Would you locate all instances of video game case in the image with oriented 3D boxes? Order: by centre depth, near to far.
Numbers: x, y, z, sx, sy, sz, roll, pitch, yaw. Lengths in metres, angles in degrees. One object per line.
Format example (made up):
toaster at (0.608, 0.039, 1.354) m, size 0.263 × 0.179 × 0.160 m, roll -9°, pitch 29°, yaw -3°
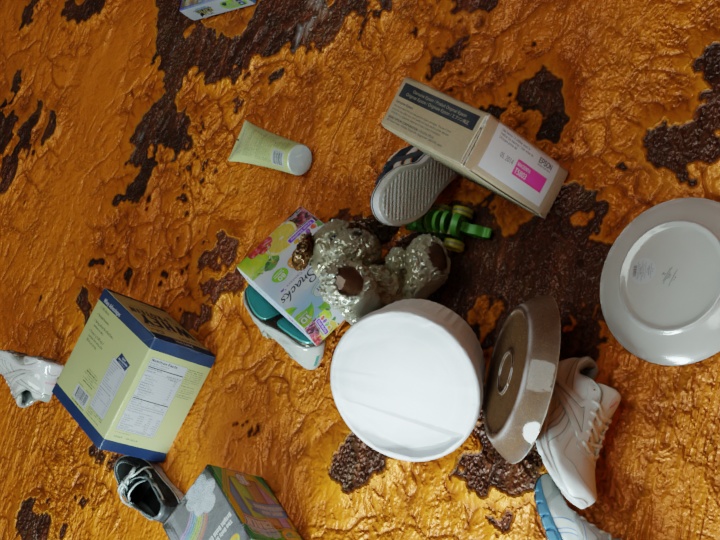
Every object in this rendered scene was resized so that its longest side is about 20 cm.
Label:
video game case at (-0.256, -0.596, 1.962) m, size 0.179 × 0.045 × 0.203 m, roll -1°, pitch 72°, yaw 40°

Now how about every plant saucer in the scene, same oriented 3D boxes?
plant saucer at (0.184, 0.123, 1.197) m, size 0.200 × 0.034 × 0.204 m, roll -167°, pitch 90°, yaw -83°

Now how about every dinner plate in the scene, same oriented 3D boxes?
dinner plate at (0.364, 0.008, 1.175) m, size 0.198 × 0.024 × 0.203 m, roll -19°, pitch 60°, yaw 36°

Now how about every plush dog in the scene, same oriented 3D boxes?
plush dog at (0.000, 0.000, 1.392) m, size 0.173 × 0.198 × 0.162 m, roll 56°, pitch 148°, yaw 30°

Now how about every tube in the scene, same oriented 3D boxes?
tube at (-0.156, -0.205, 1.715) m, size 0.058 × 0.053 × 0.199 m, roll -33°, pitch 33°, yaw -28°

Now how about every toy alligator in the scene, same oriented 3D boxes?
toy alligator at (0.094, -0.067, 1.424) m, size 0.198 × 0.054 × 0.060 m, roll 11°, pitch 80°, yaw 44°

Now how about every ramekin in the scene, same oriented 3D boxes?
ramekin at (0.067, 0.130, 1.286) m, size 0.199 × 0.094 × 0.206 m, roll 7°, pitch 111°, yaw 19°

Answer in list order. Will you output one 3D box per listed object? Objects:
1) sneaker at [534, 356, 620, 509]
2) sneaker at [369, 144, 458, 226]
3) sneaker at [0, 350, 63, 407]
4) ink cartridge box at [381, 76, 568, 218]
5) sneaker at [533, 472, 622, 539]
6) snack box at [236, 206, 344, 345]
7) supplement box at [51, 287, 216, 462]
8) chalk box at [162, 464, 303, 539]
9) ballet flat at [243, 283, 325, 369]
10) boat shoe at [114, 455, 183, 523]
sneaker at (0.250, 0.171, 1.154) m, size 0.098 × 0.078 × 0.202 m, roll -25°, pitch 42°, yaw 21°
sneaker at (0.064, -0.120, 1.410) m, size 0.079 × 0.079 × 0.199 m, roll -3°, pitch 26°, yaw 44°
sneaker at (-0.656, 0.210, 1.960) m, size 0.198 × 0.077 × 0.101 m, roll 3°, pitch 78°, yaw 43°
ink cartridge box at (0.149, -0.157, 1.311) m, size 0.164 × 0.199 × 0.076 m, roll 33°, pitch 96°, yaw 43°
sneaker at (0.258, 0.310, 1.126) m, size 0.086 × 0.075 × 0.202 m, roll -28°, pitch 55°, yaw 9°
snack box at (-0.077, 0.004, 1.520) m, size 0.142 × 0.053 × 0.200 m, roll -44°, pitch 46°, yaw -9°
supplement box at (-0.379, 0.173, 1.693) m, size 0.199 × 0.133 × 0.202 m, roll 32°, pitch 95°, yaw 44°
chalk box at (-0.166, 0.392, 1.423) m, size 0.125 × 0.123 × 0.200 m, roll -52°, pitch 48°, yaw 11°
ballet flat at (-0.121, 0.088, 1.550) m, size 0.199 × 0.069 × 0.070 m, roll 37°, pitch 98°, yaw 43°
boat shoe at (-0.357, 0.353, 1.646) m, size 0.199 × 0.068 × 0.074 m, roll 33°, pitch 95°, yaw 44°
